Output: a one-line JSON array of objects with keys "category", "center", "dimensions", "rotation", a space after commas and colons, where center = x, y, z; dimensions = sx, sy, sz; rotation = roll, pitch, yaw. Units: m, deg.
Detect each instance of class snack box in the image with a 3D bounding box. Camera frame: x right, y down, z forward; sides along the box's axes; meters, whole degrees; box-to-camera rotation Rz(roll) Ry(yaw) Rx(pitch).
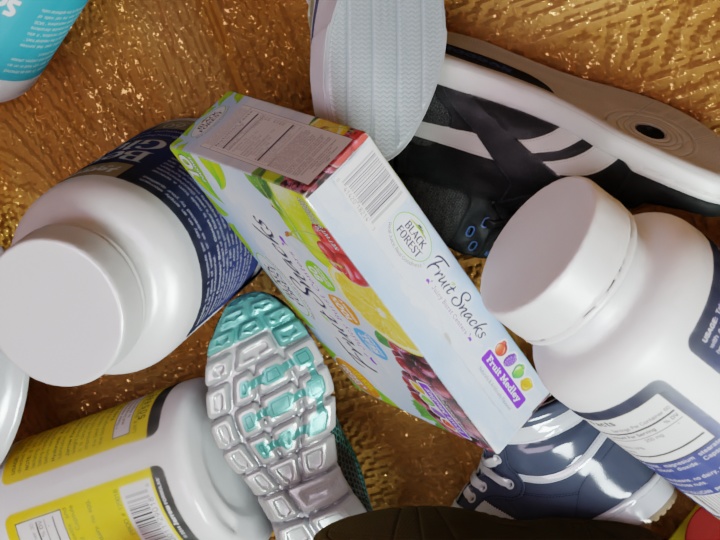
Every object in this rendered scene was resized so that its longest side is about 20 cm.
[{"category": "snack box", "center": [0.000, 0.000, 1.123], "dimensions": [0.142, 0.053, 0.200], "rotation": [23, 154, 55]}]

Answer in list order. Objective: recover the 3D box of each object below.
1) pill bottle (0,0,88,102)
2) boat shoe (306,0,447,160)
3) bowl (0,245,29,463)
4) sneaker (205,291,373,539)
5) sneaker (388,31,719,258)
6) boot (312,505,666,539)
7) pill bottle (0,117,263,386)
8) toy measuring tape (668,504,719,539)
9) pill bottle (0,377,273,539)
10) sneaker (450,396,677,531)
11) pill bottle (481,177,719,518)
[{"category": "pill bottle", "center": [-0.207, -0.172, 1.186], "dimensions": [0.111, 0.111, 0.200], "rotation": [39, 116, 3]}, {"category": "boat shoe", "center": [0.005, -0.155, 1.118], "dimensions": [0.072, 0.062, 0.201], "rotation": [7, 87, -22]}, {"category": "bowl", "center": [-0.302, 0.053, 1.267], "dimensions": [0.200, 0.090, 0.202], "rotation": [-2, 86, 35]}, {"category": "sneaker", "center": [-0.040, 0.103, 1.233], "dimensions": [0.077, 0.091, 0.201], "rotation": [-17, 105, 0]}, {"category": "sneaker", "center": [0.107, -0.047, 1.145], "dimensions": [0.199, 0.073, 0.112], "rotation": [25, 118, 19]}, {"category": "boot", "center": [0.068, 0.214, 1.165], "dimensions": [0.199, 0.072, 0.155], "rotation": [4, 110, -3]}, {"category": "pill bottle", "center": [-0.126, -0.009, 1.164], "dimensions": [0.111, 0.200, 0.112], "rotation": [6, 110, 17]}, {"category": "toy measuring tape", "center": [0.198, 0.183, 1.184], "dimensions": [0.073, 0.074, 0.200], "rotation": [36, 116, 5]}, {"category": "pill bottle", "center": [-0.159, 0.144, 1.279], "dimensions": [0.199, 0.111, 0.112], "rotation": [-20, 101, 24]}, {"category": "sneaker", "center": [0.072, 0.132, 1.213], "dimensions": [0.200, 0.070, 0.109], "rotation": [-31, 101, 19]}, {"category": "pill bottle", "center": [0.160, 0.041, 1.075], "dimensions": [0.200, 0.111, 0.111], "rotation": [37, 119, -24]}]
